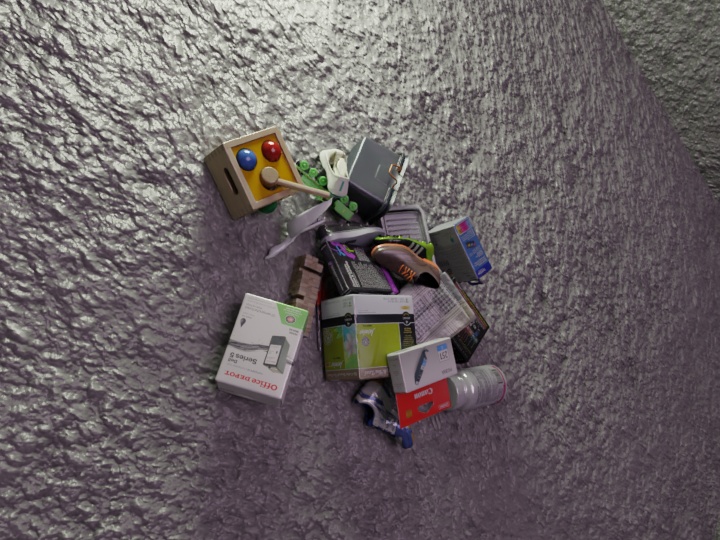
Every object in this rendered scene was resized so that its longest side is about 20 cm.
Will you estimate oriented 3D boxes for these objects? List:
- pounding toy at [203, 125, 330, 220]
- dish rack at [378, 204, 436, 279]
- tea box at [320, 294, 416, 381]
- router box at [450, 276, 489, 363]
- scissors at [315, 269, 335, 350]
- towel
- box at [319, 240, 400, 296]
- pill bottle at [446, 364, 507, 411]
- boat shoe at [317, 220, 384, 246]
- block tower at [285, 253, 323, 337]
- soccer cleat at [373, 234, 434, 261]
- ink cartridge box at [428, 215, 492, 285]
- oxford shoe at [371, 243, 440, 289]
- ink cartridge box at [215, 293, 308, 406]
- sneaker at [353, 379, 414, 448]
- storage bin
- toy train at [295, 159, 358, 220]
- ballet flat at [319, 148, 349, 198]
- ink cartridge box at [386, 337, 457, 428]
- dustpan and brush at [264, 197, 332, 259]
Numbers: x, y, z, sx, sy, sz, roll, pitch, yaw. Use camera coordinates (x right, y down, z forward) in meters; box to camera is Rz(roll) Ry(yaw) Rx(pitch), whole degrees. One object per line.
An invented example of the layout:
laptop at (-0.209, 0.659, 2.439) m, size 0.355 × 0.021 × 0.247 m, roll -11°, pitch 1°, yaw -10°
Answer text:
pounding toy at (-0.209, -0.212, 1.402) m, size 0.184 × 0.142 × 0.201 m, roll -30°, pitch 98°, yaw -39°
dish rack at (0.122, -0.076, 1.702) m, size 0.171 × 0.043 × 0.201 m, roll -9°, pitch 85°, yaw -39°
tea box at (0.023, 0.164, 1.502) m, size 0.199 × 0.133 × 0.198 m, roll 4°, pitch 77°, yaw -41°
router box at (0.265, 0.142, 1.753) m, size 0.200 × 0.062 × 0.150 m, roll 53°, pitch 55°, yaw -16°
scissors at (-0.104, 0.090, 1.503) m, size 0.073 × 0.014 × 0.201 m, roll 27°, pitch 65°, yaw -34°
towel at (0.185, 0.107, 1.642) m, size 0.200 × 0.035 × 0.193 m, roll -38°, pitch 89°, yaw -12°
box at (0.000, 0.000, 1.535) m, size 0.199 × 0.036 × 0.144 m, roll 7°, pitch 49°, yaw -49°
pill bottle at (0.301, 0.326, 1.707) m, size 0.199 × 0.113 × 0.114 m, roll 0°, pitch 80°, yaw -38°
boat shoe at (-0.026, -0.098, 1.580) m, size 0.199 × 0.070 × 0.067 m, roll -12°, pitch 63°, yaw -36°
block tower at (-0.139, 0.066, 1.451) m, size 0.054 × 0.058 × 0.201 m, roll 23°, pitch 67°, yaw -32°
soccer cleat at (0.118, -0.048, 1.626) m, size 0.199 × 0.067 × 0.082 m, roll 9°, pitch 87°, yaw -37°
ink cartridge box at (0.282, -0.040, 1.761) m, size 0.076 × 0.136 × 0.201 m, roll -30°, pitch 99°, yaw -34°
oxford shoe at (0.121, -0.009, 1.569) m, size 0.199 × 0.071 × 0.073 m, roll 19°, pitch 29°, yaw -18°
ink cartridge box at (-0.207, 0.170, 1.318) m, size 0.145 × 0.084 × 0.201 m, roll 16°, pitch 66°, yaw -2°
sneaker at (0.055, 0.371, 1.536) m, size 0.088 × 0.075 × 0.201 m, roll -36°, pitch 96°, yaw -26°
storage bin at (0.027, -0.247, 1.613) m, size 0.134 × 0.145 × 0.201 m, roll 29°, pitch 62°, yaw -19°
toy train at (-0.091, -0.199, 1.548) m, size 0.200 × 0.042 × 0.057 m, roll 38°, pitch 90°, yaw -15°
ballet flat at (-0.057, -0.258, 1.526) m, size 0.069 × 0.069 × 0.201 m, roll 28°, pitch 31°, yaw -31°
ink cartridge box at (0.159, 0.267, 1.485) m, size 0.199 × 0.045 × 0.177 m, roll -10°, pitch 88°, yaw -44°
dustpan and brush at (-0.149, -0.095, 1.458) m, size 0.199 × 0.140 × 0.057 m, roll -29°, pitch 93°, yaw -14°
